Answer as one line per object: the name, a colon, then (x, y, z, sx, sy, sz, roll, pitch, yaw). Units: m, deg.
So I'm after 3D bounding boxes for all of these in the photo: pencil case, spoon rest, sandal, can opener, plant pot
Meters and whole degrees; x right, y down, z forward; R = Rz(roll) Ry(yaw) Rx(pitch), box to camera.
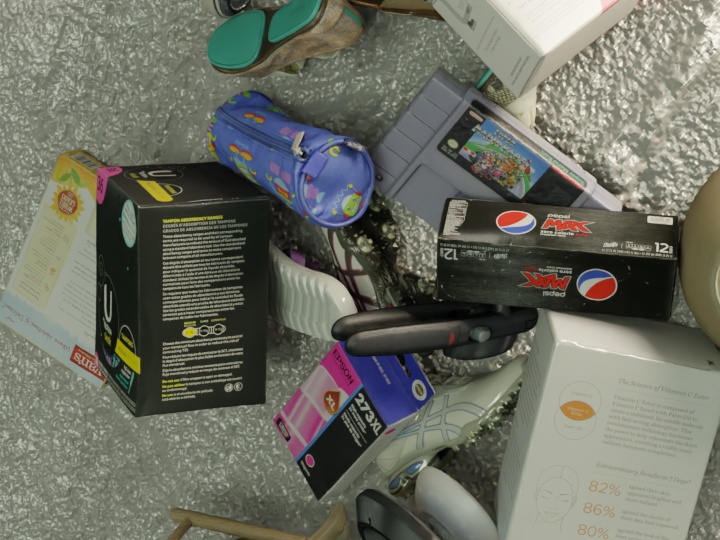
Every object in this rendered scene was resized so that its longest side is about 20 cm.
pencil case: (-0.066, -0.103, 1.485, 0.078, 0.087, 0.200, -50, 37, -6)
spoon rest: (0.098, 0.249, 1.518, 0.099, 0.061, 0.200, 32, 149, 39)
sandal: (-0.055, 0.014, 1.553, 0.203, 0.050, 0.083, 33, 136, 48)
can opener: (0.069, 0.050, 1.450, 0.063, 0.200, 0.079, 27, 115, 51)
plant pot: (0.343, 0.000, 1.342, 0.200, 0.134, 0.201, 6, 104, 23)

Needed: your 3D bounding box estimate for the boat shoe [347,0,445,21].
boat shoe: (0.042, -0.253, 1.458, 0.200, 0.072, 0.076, 5, 103, 24)

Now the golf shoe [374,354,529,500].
golf shoe: (0.078, 0.122, 1.527, 0.200, 0.078, 0.097, -41, 77, 25)

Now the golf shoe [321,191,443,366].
golf shoe: (0.000, 0.000, 1.535, 0.088, 0.077, 0.200, -37, 82, 38)

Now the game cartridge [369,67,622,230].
game cartridge: (0.112, -0.072, 1.446, 0.200, 0.038, 0.130, 36, 130, -6)

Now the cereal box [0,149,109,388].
cereal box: (-0.273, -0.001, 1.678, 0.144, 0.040, 0.200, 33, 113, 14)

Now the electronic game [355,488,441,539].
electronic game: (0.066, 0.272, 1.477, 0.042, 0.200, 0.200, -40, 81, -16)

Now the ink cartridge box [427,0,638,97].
ink cartridge box: (0.123, -0.267, 1.373, 0.200, 0.146, 0.083, 49, 159, 9)

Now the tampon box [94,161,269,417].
tampon box: (-0.168, 0.013, 1.547, 0.150, 0.126, 0.200, -145, 54, -61)

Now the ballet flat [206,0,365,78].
ballet flat: (-0.066, -0.205, 1.513, 0.200, 0.067, 0.068, -5, 67, 55)

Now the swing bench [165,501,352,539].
swing bench: (-0.096, 0.339, 1.599, 0.200, 0.130, 0.199, -4, 113, 26)

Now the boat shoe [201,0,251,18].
boat shoe: (-0.071, -0.305, 1.495, 0.093, 0.075, 0.200, 33, 112, 25)

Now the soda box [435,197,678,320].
soda box: (0.165, -0.010, 1.410, 0.200, 0.063, 0.071, 6, 129, 9)

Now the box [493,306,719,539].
box: (0.210, 0.146, 1.423, 0.152, 0.106, 0.200, 11, 107, -3)

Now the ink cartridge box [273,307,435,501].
ink cartridge box: (-0.009, 0.127, 1.541, 0.095, 0.037, 0.200, 59, 138, 19)

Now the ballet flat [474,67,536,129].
ballet flat: (0.106, -0.134, 1.465, 0.075, 0.068, 0.200, 46, 121, -7)
